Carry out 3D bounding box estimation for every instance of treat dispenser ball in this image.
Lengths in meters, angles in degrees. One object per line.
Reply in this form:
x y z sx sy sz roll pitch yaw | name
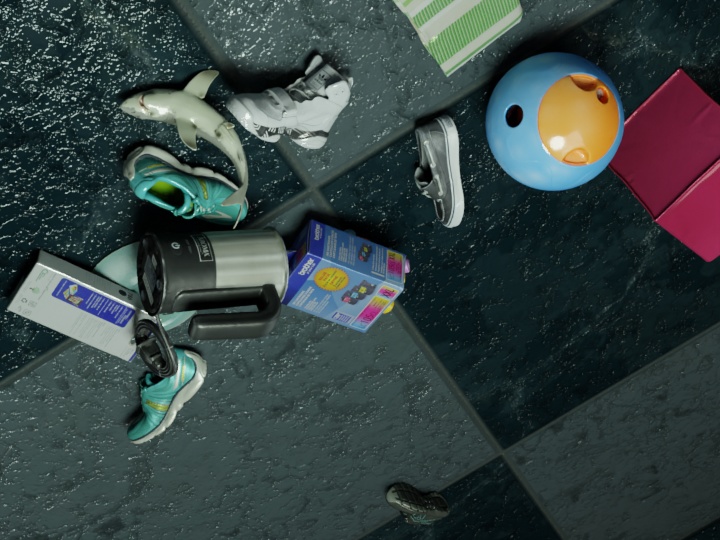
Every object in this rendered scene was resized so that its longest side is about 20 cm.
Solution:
0.284 -0.218 1.488 0.200 0.201 0.201 -15 137 -14 | treat dispenser ball

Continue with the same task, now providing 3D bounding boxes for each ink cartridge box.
-0.049 0.006 1.584 0.200 0.076 0.137 21 136 -18 | ink cartridge box
-0.400 0.054 1.479 0.200 0.039 0.099 29 116 -25 | ink cartridge box

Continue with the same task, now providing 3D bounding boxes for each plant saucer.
-0.319 0.040 1.546 0.200 0.039 0.201 -14 137 -14 | plant saucer

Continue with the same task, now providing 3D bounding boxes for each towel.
0.132 -0.374 1.386 0.152 0.023 0.200 -36 137 8 | towel

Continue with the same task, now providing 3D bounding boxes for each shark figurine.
-0.203 -0.172 1.352 0.128 0.215 0.089 -46 -174 -22 | shark figurine

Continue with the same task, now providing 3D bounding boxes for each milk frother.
-0.219 0.045 1.450 0.188 0.181 0.200 -3 157 -29 | milk frother

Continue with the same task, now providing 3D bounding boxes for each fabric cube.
0.556 -0.171 1.680 0.196 0.200 0.199 -44 136 20 | fabric cube

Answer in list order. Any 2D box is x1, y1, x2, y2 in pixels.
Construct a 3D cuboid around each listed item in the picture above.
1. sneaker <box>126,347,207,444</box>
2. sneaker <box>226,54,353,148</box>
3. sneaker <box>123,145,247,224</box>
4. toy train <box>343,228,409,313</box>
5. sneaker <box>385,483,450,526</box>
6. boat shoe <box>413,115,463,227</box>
-0.336 0.205 1.695 0.080 0.078 0.200 30 110 -23 | sneaker
-0.089 -0.232 1.352 0.115 0.075 0.200 -52 153 20 | sneaker
-0.241 -0.099 1.407 0.200 0.080 0.078 20 121 -41 | sneaker
0.000 0.000 1.672 0.150 0.056 0.200 9 139 -6 | toy train
0.117 0.529 2.243 0.079 0.076 0.200 -43 136 20 | sneaker
0.116 -0.144 1.569 0.068 0.072 0.200 -20 136 -12 | boat shoe
